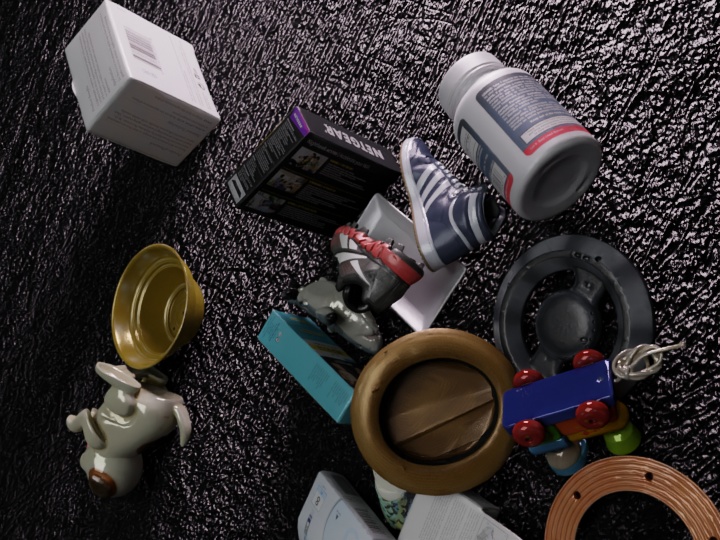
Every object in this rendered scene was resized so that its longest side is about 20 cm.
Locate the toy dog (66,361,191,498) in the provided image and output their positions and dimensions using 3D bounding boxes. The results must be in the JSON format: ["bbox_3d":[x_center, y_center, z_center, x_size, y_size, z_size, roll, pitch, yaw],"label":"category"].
[{"bbox_3d":[-0.374,0.265,1.426,0.193,0.140,0.201,28,98,5],"label":"toy dog"}]

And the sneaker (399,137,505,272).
[{"bbox_3d":[0.116,-0.102,1.119,0.108,0.070,0.202,-24,54,22],"label":"sneaker"}]

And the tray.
[{"bbox_3d":[0.056,-0.010,1.177,0.200,0.022,0.108,44,109,39],"label":"tray"}]

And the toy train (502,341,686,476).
[{"bbox_3d":[0.256,0.145,0.906,0.199,0.116,0.085,-23,34,28],"label":"toy train"}]

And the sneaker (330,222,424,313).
[{"bbox_3d":[0.000,0.000,1.128,0.098,0.071,0.200,-53,29,-4],"label":"sneaker"}]

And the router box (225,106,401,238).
[{"bbox_3d":[-0.058,-0.124,1.188,0.149,0.199,0.051,-41,58,24],"label":"router box"}]

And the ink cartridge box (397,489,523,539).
[{"bbox_3d":[0.109,0.362,1.016,0.176,0.044,0.202,27,97,43],"label":"ink cartridge box"}]

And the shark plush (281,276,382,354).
[{"bbox_3d":[-0.053,0.063,1.219,0.199,0.084,0.091,5,40,39],"label":"shark plush"}]

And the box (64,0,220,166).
[{"bbox_3d":[-0.374,-0.317,1.516,0.130,0.199,0.200,-39,56,24],"label":"box"}]

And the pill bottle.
[{"bbox_3d":[0.180,-0.166,1.045,0.120,0.119,0.201,-48,52,21],"label":"pill bottle"}]

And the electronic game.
[{"bbox_3d":[0.233,0.061,0.988,0.199,0.041,0.202,-4,84,42],"label":"electronic game"}]

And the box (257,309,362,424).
[{"bbox_3d":[-0.050,0.130,1.193,0.200,0.082,0.049,39,104,40],"label":"box"}]

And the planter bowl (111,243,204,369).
[{"bbox_3d":[-0.314,0.064,1.441,0.199,0.083,0.203,-12,72,38],"label":"planter bowl"}]

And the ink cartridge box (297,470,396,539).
[{"bbox_3d":[-0.044,0.382,1.119,0.160,0.047,0.202,35,101,57],"label":"ink cartridge box"}]

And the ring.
[{"bbox_3d":[0.279,0.289,0.893,0.199,0.019,0.203,-5,82,37],"label":"ring"}]

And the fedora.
[{"bbox_3d":[0.088,0.161,1.034,0.198,0.082,0.203,0,88,3],"label":"fedora"}]

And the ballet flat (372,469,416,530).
[{"bbox_3d":[0.044,0.218,1.097,0.074,0.074,0.202,2,80,41],"label":"ballet flat"}]
